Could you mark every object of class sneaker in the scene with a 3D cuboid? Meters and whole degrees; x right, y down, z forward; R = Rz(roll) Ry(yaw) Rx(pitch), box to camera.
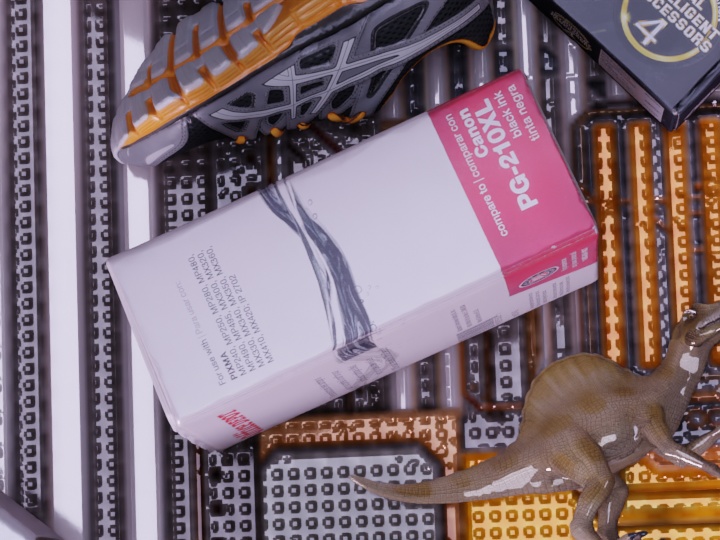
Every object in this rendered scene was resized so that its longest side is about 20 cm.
[{"bbox_3d":[-0.027,-0.096,1.289,0.200,0.078,0.077,-29,120,13],"label":"sneaker"}]

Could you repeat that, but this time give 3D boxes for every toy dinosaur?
[{"bbox_3d":[0.103,0.088,1.273,0.200,0.058,0.101,-29,67,-7],"label":"toy dinosaur"}]

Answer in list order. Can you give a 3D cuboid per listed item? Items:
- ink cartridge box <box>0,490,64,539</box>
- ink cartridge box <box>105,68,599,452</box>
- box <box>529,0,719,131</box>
[{"bbox_3d":[-0.258,0.123,1.272,0.200,0.084,0.145,36,87,8],"label":"ink cartridge box"},{"bbox_3d":[0.000,0.000,1.236,0.200,0.145,0.084,-25,80,1],"label":"ink cartridge box"},{"bbox_3d":[0.130,-0.190,1.298,0.161,0.049,0.200,-45,81,-4],"label":"box"}]
